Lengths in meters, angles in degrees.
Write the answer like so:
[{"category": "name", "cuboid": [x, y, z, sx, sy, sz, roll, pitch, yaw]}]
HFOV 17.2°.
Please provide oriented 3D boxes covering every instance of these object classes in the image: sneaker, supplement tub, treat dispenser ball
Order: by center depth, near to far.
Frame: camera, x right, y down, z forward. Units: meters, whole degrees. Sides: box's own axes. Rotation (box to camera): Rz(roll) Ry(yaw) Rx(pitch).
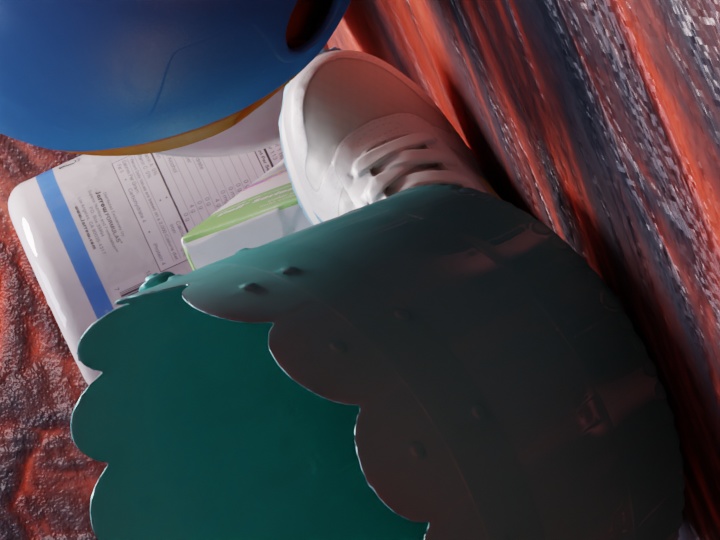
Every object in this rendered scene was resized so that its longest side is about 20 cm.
[{"category": "treat dispenser ball", "cuboid": [-0.094, -0.143, 0.884, 0.201, 0.201, 0.201, 155, 90, -85]}, {"category": "sneaker", "cuboid": [0.035, -0.011, 0.963, 0.200, 0.076, 0.081, 58, 164, 15]}, {"category": "supplement tub", "cuboid": [-0.084, -0.027, 1.337, 0.132, 0.200, 0.132, 155, 90, -84]}]

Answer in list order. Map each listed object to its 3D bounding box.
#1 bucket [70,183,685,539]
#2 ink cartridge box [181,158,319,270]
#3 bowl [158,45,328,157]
[{"category": "bucket", "cuboid": [0.007, 0.075, 0.859, 0.207, 0.135, 0.208, 30, 134, 37]}, {"category": "ink cartridge box", "cuboid": [0.000, 0.000, 1.110, 0.117, 0.067, 0.200, 66, -158, -10]}, {"category": "bowl", "cuboid": [-0.095, -0.154, 1.151, 0.201, 0.201, 0.090, 62, 141, 36]}]
